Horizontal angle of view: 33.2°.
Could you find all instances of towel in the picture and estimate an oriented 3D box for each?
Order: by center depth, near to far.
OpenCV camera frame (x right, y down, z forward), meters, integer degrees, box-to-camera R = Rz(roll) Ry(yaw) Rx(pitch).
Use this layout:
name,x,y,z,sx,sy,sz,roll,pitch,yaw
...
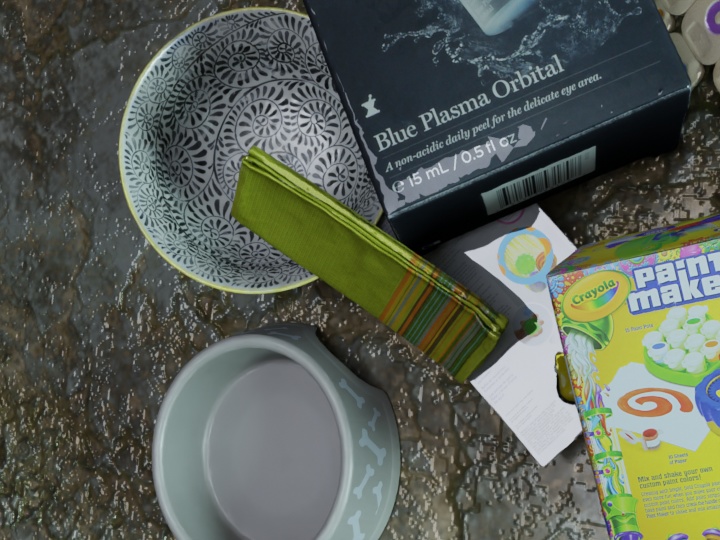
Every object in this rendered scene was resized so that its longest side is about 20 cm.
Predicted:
name,x,y,z,sx,sy,sz,roll,pitch,yaw
towel,0.000,0.000,0.785,0.199,0.086,0.018,35,58,6

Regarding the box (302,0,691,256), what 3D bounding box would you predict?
name,x,y,z,sx,sy,sz,roll,pitch,yaw
box,0.077,-0.145,0.767,0.194,0.117,0.203,-23,76,5

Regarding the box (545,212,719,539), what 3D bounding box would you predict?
name,x,y,z,sx,sy,sz,roll,pitch,yaw
box,0.231,0.065,0.681,0.197,0.122,0.196,-13,95,23

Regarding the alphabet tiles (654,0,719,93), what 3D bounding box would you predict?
name,x,y,z,sx,sy,sz,roll,pitch,yaw
alphabet tiles,0.221,-0.203,0.755,0.196,0.014,0.202,-52,55,46

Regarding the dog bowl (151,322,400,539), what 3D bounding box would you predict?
name,x,y,z,sx,sy,sz,roll,pitch,yaw
dog bowl,-0.070,0.138,0.897,0.197,0.058,0.204,-4,82,27

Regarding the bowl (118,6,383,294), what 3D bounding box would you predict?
name,x,y,z,sx,sy,sz,roll,pitch,yaw
bowl,-0.070,-0.080,0.884,0.197,0.094,0.205,0,83,1

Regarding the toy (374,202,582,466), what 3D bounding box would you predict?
name,x,y,z,sx,sy,sz,roll,pitch,yaw
toy,0.103,0.018,0.825,0.115,0.047,0.201,-44,72,13
